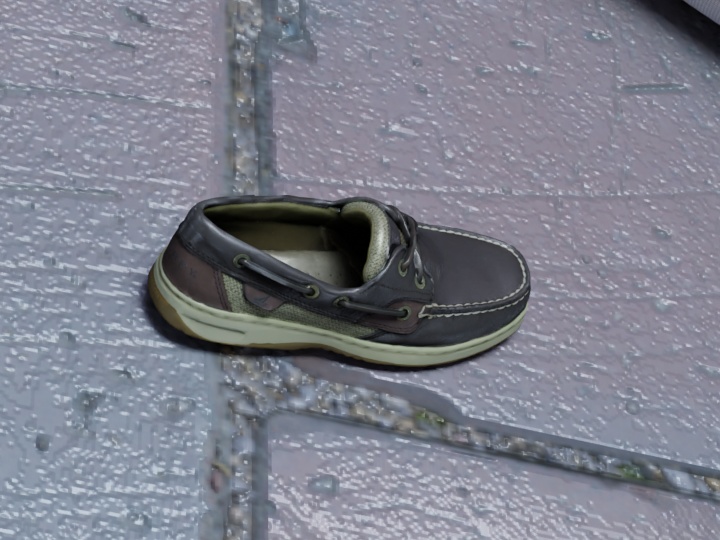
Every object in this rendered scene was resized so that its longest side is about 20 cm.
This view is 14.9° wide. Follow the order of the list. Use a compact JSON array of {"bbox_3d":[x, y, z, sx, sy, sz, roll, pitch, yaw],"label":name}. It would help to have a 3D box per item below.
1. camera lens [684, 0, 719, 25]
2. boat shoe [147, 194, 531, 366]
[{"bbox_3d":[0.213,-0.228,1.546,0.199,0.160,0.160,34,45,6],"label":"camera lens"},{"bbox_3d":[0.000,0.000,1.305,0.199,0.065,0.074,-1,50,-28],"label":"boat shoe"}]
